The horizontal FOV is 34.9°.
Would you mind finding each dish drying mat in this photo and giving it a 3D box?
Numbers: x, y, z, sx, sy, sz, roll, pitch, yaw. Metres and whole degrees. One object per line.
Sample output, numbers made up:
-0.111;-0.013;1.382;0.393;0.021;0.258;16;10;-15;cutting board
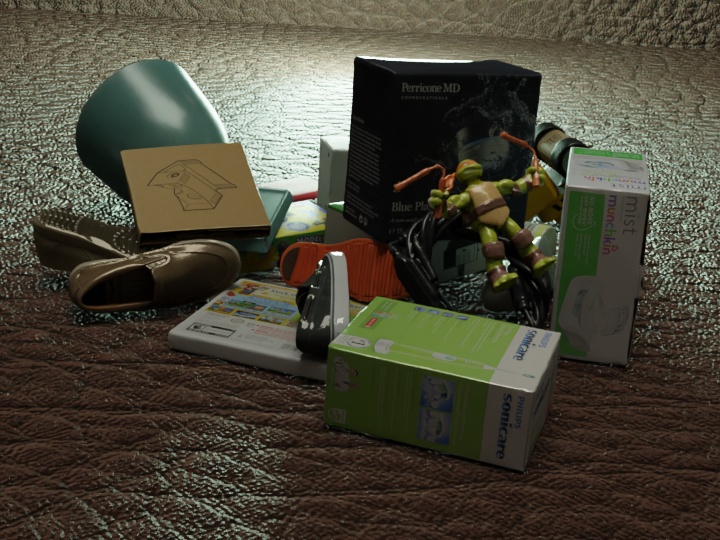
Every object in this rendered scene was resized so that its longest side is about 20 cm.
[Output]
-0.133;-0.114;1.740;0.199;0.018;0.077;-15;28;-42;dish drying mat

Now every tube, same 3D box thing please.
0.179;-0.054;1.606;0.199;0.058;0.052;15;65;36;tube

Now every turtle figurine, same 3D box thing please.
0.135;-0.058;1.258;0.199;0.162;0.064;-16;-16;-33;turtle figurine

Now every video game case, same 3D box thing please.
-0.084;0.064;1.276;0.198;0.023;0.182;10;22;18;video game case

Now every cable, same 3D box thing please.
0.133;0.014;1.283;0.162;0.051;0.201;-27;71;-27;cable

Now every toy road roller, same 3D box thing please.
0.273;-0.110;1.703;0.199;0.146;0.123;-36;26;1;toy road roller

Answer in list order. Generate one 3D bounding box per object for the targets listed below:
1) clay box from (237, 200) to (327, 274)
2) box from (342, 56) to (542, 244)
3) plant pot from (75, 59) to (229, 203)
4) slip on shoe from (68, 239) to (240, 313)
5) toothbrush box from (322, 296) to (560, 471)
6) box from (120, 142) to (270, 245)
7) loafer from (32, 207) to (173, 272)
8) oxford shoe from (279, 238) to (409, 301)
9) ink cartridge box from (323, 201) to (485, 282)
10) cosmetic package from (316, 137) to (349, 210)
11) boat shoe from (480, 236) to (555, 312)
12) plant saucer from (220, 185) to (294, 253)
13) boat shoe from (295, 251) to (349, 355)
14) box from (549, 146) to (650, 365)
-0.124;-0.045;1.516;0.199;0.048;0.115;-10;25;-34;clay box
0.094;-0.145;1.358;0.195;0.202;0.117;-4;19;-23;box
-0.277;-0.169;1.625;0.200;0.202;0.161;-15;49;-41;plant pot
-0.232;0.010;1.309;0.198;0.077;0.061;-6;17;-16;slip on shoe
0.081;0.104;1.109;0.198;0.087;0.146;10;21;16;toothbrush box
-0.212;-0.100;1.451;0.162;0.021;0.201;-4;38;-16;box
-0.300;-0.014;1.380;0.198;0.069;0.076;21;30;-2;loafer
0.000;0.000;1.370;0.199;0.072;0.073;10;-3;37;oxford shoe
0.072;-0.045;1.503;0.199;0.084;0.146;-14;28;-42;ink cartridge box
0.039;-0.137;1.701;0.198;0.114;0.081;0;21;-15;cosmetic package
0.196;0.010;1.412;0.065;0.073;0.200;-11;14;23;boat shoe
-0.136;-0.071;1.490;0.069;0.019;0.200;7;23;4;plant saucer
-0.042;0.031;1.242;0.056;0.069;0.200;1;23;-4;boat shoe
0.274;-0.020;1.310;0.096;0.202;0.177;7;22;10;box
